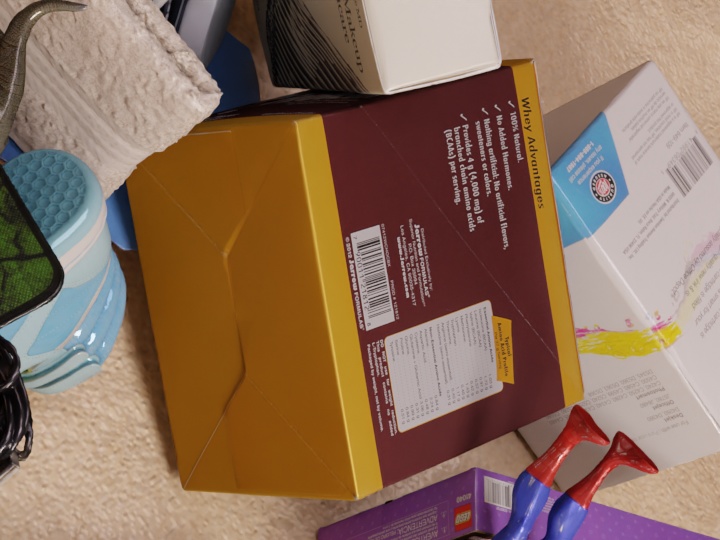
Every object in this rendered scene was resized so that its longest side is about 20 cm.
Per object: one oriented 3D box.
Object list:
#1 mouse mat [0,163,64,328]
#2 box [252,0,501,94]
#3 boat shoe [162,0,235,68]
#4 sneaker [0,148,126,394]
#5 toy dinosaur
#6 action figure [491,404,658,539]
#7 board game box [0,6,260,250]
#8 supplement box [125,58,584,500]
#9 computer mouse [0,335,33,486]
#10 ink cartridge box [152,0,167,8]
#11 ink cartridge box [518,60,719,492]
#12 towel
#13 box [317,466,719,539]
[{"bbox_3d":[-0.244,-0.027,1.041,0.161,0.008,0.200,-28,59,-11],"label":"mouse mat"},{"bbox_3d":[0.003,-0.140,1.205,0.068,0.200,0.082,-15,99,-16],"label":"box"},{"bbox_3d":[-0.106,-0.206,1.264,0.091,0.071,0.201,10,67,0],"label":"boat shoe"},{"bbox_3d":[-0.194,0.043,1.126,0.200,0.131,0.080,-39,60,-12],"label":"sneaker"},{"bbox_3d":[-0.211,-0.064,1.116,0.102,0.199,0.077,-98,164,-46],"label":"toy dinosaur"},{"bbox_3d":[0.080,0.176,1.149,0.065,0.200,0.099,31,14,-36],"label":"action figure"},{"bbox_3d":[-0.151,-0.100,1.247,0.200,0.039,0.158,37,56,-17],"label":"board game box"},{"bbox_3d":[0.000,0.000,1.233,0.200,0.133,0.198,-18,102,-47],"label":"supplement box"},{"bbox_3d":[-0.246,0.066,1.027,0.053,0.199,0.139,71,-2,-57],"label":"computer mouse"},{"bbox_3d":[-0.161,-0.213,1.134,0.200,0.198,0.043,42,48,-12],"label":"ink cartridge box"},{"bbox_3d":[0.154,0.009,1.394,0.200,0.146,0.147,54,46,-10],"label":"ink cartridge box"},{"bbox_3d":[-0.167,-0.132,1.139,0.200,0.132,0.034,50,49,-8],"label":"towel"},{"bbox_3d":[0.094,0.167,1.282,0.200,0.137,0.039,19,60,-34],"label":"box"}]
